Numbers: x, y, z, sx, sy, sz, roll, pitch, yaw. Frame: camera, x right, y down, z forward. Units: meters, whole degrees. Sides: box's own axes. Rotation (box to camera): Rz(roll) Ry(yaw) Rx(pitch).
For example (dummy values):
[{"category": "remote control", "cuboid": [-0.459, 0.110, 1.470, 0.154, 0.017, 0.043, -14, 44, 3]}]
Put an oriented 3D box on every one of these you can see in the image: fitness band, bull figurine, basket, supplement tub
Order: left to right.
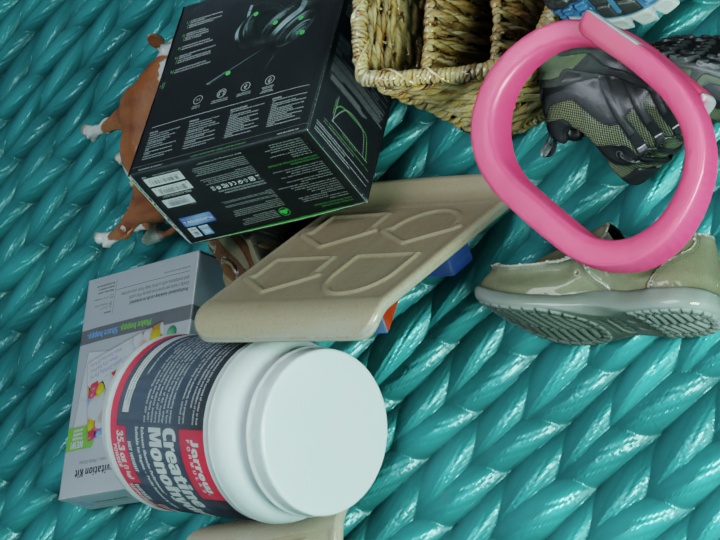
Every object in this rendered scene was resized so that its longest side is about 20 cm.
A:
[{"category": "bull figurine", "cuboid": [-0.187, -0.112, 2.058, 0.121, 0.065, 0.201, -37, 46, 38]}, {"category": "supplement tub", "cuboid": [-0.090, 0.119, 1.780, 0.200, 0.140, 0.141, -1, 72, 49]}, {"category": "basket", "cuboid": [0.092, -0.218, 1.721, 0.143, 0.149, 0.201, -20, 58, 43]}, {"category": "fitness band", "cuboid": [0.157, -0.086, 1.559, 0.200, 0.037, 0.144, 44, 110, 36]}]

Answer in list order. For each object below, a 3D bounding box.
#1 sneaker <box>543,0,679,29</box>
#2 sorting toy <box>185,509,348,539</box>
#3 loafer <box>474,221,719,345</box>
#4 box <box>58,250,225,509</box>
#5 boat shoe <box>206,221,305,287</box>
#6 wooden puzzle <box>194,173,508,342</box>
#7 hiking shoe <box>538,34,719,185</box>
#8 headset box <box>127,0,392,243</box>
[{"category": "sneaker", "cuboid": [0.217, -0.238, 1.639, 0.199, 0.075, 0.087, -21, 42, 16]}, {"category": "sorting toy", "cuboid": [-0.084, 0.279, 1.781, 0.185, 0.036, 0.201, -17, 61, 44]}, {"category": "loafer", "cuboid": [0.168, 0.007, 1.598, 0.200, 0.075, 0.070, 0, 67, 39]}, {"category": "box", "cuboid": [-0.183, 0.094, 1.977, 0.156, 0.041, 0.201, -13, 64, 45]}, {"category": "boat shoe", "cuboid": [-0.073, -0.003, 1.879, 0.200, 0.075, 0.074, 59, 135, 50]}, {"category": "wooden puzzle", "cuboid": [0.000, 0.000, 1.740, 0.185, 0.046, 0.200, -3, 31, 42]}, {"category": "hiking shoe", "cuboid": [0.211, -0.109, 1.607, 0.200, 0.076, 0.101, 11, 114, 38]}, {"category": "headset box", "cuboid": [-0.069, -0.140, 1.850, 0.174, 0.093, 0.200, -13, 47, 30]}]
